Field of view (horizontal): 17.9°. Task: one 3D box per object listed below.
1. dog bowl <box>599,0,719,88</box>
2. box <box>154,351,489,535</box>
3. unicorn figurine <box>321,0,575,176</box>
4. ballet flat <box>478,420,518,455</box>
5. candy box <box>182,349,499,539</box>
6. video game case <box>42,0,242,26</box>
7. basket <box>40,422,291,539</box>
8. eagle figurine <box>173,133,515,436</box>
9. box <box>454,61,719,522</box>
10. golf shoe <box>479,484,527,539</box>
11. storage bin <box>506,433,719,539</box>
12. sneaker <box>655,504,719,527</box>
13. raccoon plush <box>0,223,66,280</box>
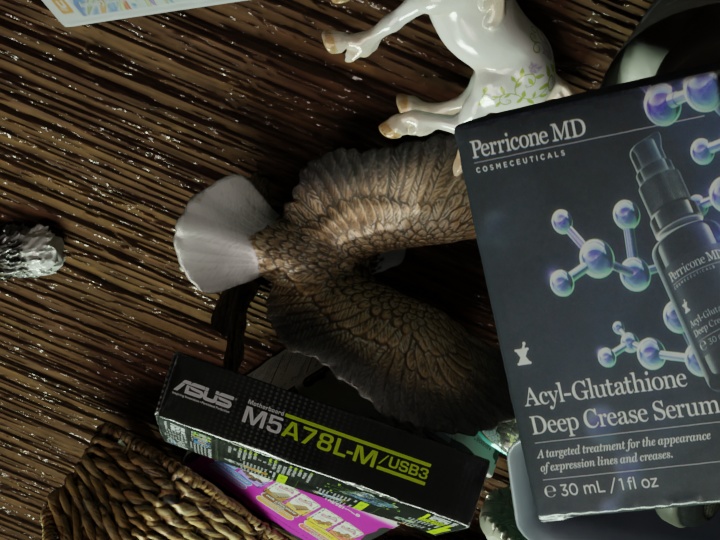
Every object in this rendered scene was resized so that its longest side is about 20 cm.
[{"bbox_3d":[0.224,-0.085,1.172,0.198,0.059,0.201,14,144,10],"label":"dog bowl"},{"bbox_3d":[-0.027,0.108,1.376,0.191,0.048,0.200,17,171,0],"label":"box"},{"bbox_3d":[0.050,-0.133,1.197,0.136,0.074,0.200,-17,145,28],"label":"unicorn figurine"},{"bbox_3d":[0.169,0.124,1.463,0.199,0.075,0.074,28,144,-15],"label":"ballet flat"},{"bbox_3d":[-0.011,0.111,1.536,0.136,0.061,0.200,35,142,-18],"label":"candy box"},{"bbox_3d":[-0.144,-0.199,1.134,0.199,0.022,0.183,0,138,49],"label":"video game case"},{"bbox_3d":[-0.142,0.220,1.623,0.142,0.150,0.200,22,167,46],"label":"basket"},{"bbox_3d":[0.004,-0.003,1.333,0.199,0.151,0.153,11,136,33],"label":"eagle figurine"},{"bbox_3d":[0.151,0.007,1.105,0.147,0.107,0.202,-10,94,36],"label":"box"},{"bbox_3d":[0.157,0.223,1.564,0.199,0.079,0.097,28,125,-8],"label":"golf shoe"},{"bbox_3d":[0.203,0.100,1.354,0.198,0.135,0.146,9,142,17],"label":"storage bin"},{"bbox_3d":[0.221,0.064,1.186,0.114,0.076,0.201,26,116,19],"label":"sneaker"},{"bbox_3d":[-0.308,0.017,1.498,0.199,0.135,0.097,-6,135,32],"label":"raccoon plush"}]
